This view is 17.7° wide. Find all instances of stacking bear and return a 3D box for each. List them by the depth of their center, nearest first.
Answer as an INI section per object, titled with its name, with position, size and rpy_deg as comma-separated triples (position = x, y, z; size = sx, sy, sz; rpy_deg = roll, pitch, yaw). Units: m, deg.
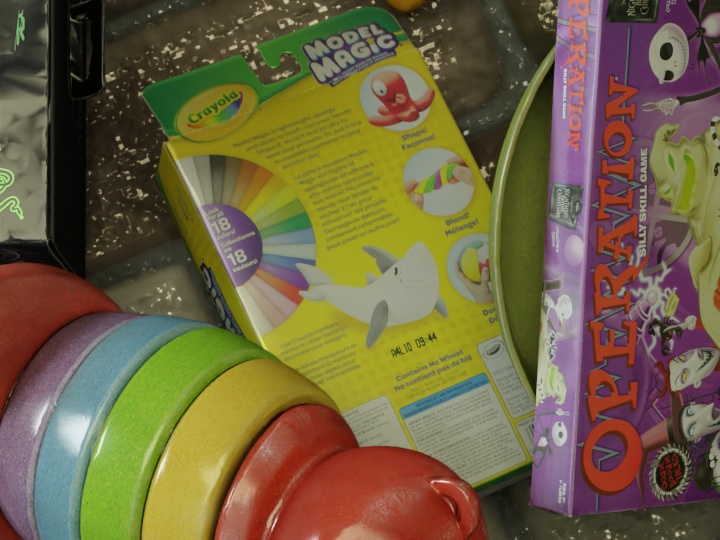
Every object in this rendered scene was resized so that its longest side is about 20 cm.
[stacking bear]
position = -0.047, 0.079, 0.817
size = 0.200, 0.114, 0.122
rpy_deg = 19, 112, 30

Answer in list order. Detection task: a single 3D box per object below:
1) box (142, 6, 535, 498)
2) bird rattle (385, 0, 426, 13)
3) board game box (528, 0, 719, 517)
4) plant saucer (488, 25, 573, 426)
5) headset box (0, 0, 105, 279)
[box]
position = 0.000, 0.000, 0.913
size = 0.117, 0.048, 0.200
rpy_deg = -21, 78, -18
[bird rattle]
position = 0.001, -0.196, 0.959
size = 0.163, 0.113, 0.200
rpy_deg = 43, 56, -9
[board game box]
position = 0.119, -0.015, 0.845
size = 0.120, 0.032, 0.201
rpy_deg = -2, 98, -32
[plant saucer]
position = 0.119, -0.018, 0.879
size = 0.200, 0.031, 0.201
rpy_deg = -6, 100, -37
[headset box]
position = -0.196, -0.081, 0.900
size = 0.199, 0.093, 0.175
rpy_deg = -1, 78, 1
